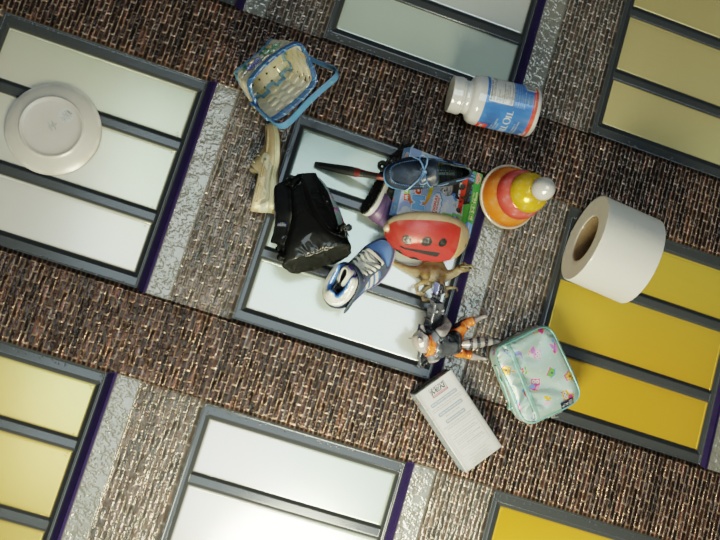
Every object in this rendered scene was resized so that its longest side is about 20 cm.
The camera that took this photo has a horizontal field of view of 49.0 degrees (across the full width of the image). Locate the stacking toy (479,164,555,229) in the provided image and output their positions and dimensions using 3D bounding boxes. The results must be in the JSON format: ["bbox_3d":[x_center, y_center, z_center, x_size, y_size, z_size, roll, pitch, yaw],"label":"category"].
[{"bbox_3d":[0.363,-0.167,1.716,0.146,0.200,0.147,0,90,-20],"label":"stacking toy"}]

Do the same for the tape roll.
[{"bbox_3d":[0.552,-0.046,1.736,0.139,0.203,0.203,23,81,-4],"label":"tape roll"}]

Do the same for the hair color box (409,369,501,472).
[{"bbox_3d":[0.206,0.324,1.717,0.099,0.061,0.200,-33,90,-10],"label":"hair color box"}]

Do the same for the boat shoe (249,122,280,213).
[{"bbox_3d":[-0.209,-0.225,1.713,0.065,0.072,0.201,3,89,-9],"label":"boat shoe"}]

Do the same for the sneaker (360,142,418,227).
[{"bbox_3d":[0.083,-0.187,1.760,0.087,0.076,0.200,35,80,-23],"label":"sneaker"}]

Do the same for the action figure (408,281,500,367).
[{"bbox_3d":[0.195,0.128,1.694,0.193,0.105,0.201,-7,113,-25],"label":"action figure"}]

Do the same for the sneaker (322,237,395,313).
[{"bbox_3d":[0.000,0.000,1.672,0.081,0.146,0.200,43,84,10],"label":"sneaker"}]

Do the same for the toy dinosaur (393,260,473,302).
[{"bbox_3d":[0.147,0.014,1.755,0.199,0.058,0.101,5,66,5],"label":"toy dinosaur"}]

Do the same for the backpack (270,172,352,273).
[{"bbox_3d":[-0.113,-0.101,1.658,0.166,0.127,0.201,-14,63,-6],"label":"backpack"}]

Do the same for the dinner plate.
[{"bbox_3d":[-0.655,-0.303,1.681,0.199,0.024,0.201,1,84,-9],"label":"dinner plate"}]

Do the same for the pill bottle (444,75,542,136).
[{"bbox_3d":[0.296,-0.375,1.779,0.199,0.112,0.113,11,82,-6],"label":"pill bottle"}]

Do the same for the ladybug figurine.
[{"bbox_3d":[0.141,-0.067,1.695,0.199,0.136,0.072,8,58,-17],"label":"ladybug figurine"}]

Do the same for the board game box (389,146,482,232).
[{"bbox_3d":[0.169,-0.168,1.741,0.199,0.037,0.152,15,84,-27],"label":"board game box"}]

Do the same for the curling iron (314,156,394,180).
[{"bbox_3d":[-0.008,-0.224,1.728,0.199,0.026,0.050,5,77,21],"label":"curling iron"}]

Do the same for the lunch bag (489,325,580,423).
[{"bbox_3d":[0.381,0.234,1.743,0.160,0.077,0.201,-23,88,-10],"label":"lunch bag"}]

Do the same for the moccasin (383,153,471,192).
[{"bbox_3d":[0.145,-0.213,1.668,0.199,0.068,0.081,-11,96,-27],"label":"moccasin"}]

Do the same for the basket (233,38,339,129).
[{"bbox_3d":[-0.163,-0.395,1.676,0.176,0.139,0.200,-46,57,-13],"label":"basket"}]
